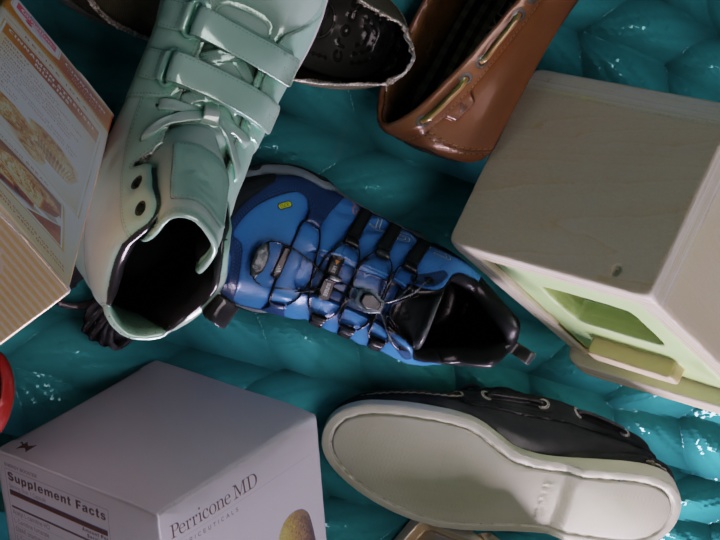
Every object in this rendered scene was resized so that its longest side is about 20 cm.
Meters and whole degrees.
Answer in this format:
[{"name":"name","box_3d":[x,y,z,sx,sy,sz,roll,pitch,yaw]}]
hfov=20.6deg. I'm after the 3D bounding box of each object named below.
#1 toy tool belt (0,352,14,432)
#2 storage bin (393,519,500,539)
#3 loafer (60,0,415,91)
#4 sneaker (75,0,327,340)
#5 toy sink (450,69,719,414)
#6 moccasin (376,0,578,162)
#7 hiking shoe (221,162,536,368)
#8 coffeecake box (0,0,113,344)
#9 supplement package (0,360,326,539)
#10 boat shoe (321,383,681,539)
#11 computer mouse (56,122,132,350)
[{"name":"toy tool belt","box_3d":[-0.236,0.118,0.856,0.122,0.125,0.201,15,100,-44]},{"name":"storage bin","box_3d":[0.057,0.268,1.115,0.199,0.094,0.200,-50,126,-6]},{"name":"loafer","box_3d":[-0.050,-0.127,0.897,0.199,0.070,0.076,10,103,-40]},{"name":"sneaker","box_3d":[-0.055,-0.064,0.819,0.073,0.118,0.201,21,108,-25]},{"name":"toy sink","box_3d":[0.162,0.000,1.024,0.200,0.130,0.113,38,75,-46]},{"name":"moccasin","box_3d":[0.066,-0.153,0.971,0.077,0.074,0.202,17,109,-45]},{"name":"hiking shoe","box_3d":[0.000,0.000,0.963,0.199,0.086,0.075,13,100,-44]},{"name":"coffeecake box","box_3d":[-0.179,-0.012,0.741,0.153,0.200,0.073,-36,109,11]},{"name":"supplement package","box_3d":[-0.088,0.164,0.955,0.113,0.109,0.201,-30,125,-43]},{"name":"boat shoe","box_3d":[0.075,0.094,1.071,0.198,0.066,0.075,9,123,-7]},{"name":"computer mouse","box_3d":[-0.146,-0.045,0.888,0.199,0.053,0.139,23,97,-36]}]
